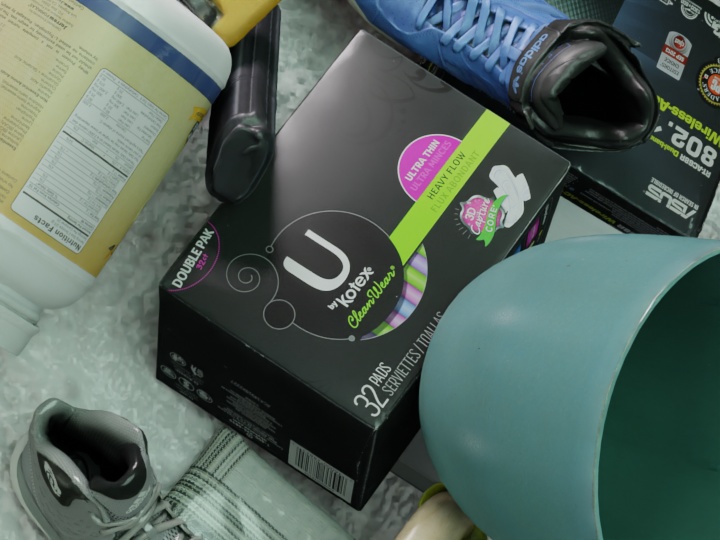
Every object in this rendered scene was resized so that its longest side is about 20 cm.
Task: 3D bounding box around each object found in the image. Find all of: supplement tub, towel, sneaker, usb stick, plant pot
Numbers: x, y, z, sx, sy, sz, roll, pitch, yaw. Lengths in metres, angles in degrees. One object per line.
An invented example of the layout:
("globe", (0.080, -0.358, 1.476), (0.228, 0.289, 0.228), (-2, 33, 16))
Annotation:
("supplement tub", (-0.176, -0.071, 1.412), (0.144, 0.144, 0.201), (35, 87, -14))
("towel", (-0.060, 0.221, 1.482), (0.200, 0.034, 0.193), (44, 64, -10))
("sneaker", (-0.112, 0.146, 1.402), (0.200, 0.116, 0.075), (44, 68, 11))
("usb stick", (-0.064, -0.099, 1.476), (0.032, 0.200, 0.056), (18, 115, -10))
("plant pot", (0.128, 0.073, 1.384), (0.200, 0.160, 0.202), (-12, 107, -42))
("sneaker", (0.083, -0.131, 1.508), (0.199, 0.111, 0.077), (33, 92, -17))

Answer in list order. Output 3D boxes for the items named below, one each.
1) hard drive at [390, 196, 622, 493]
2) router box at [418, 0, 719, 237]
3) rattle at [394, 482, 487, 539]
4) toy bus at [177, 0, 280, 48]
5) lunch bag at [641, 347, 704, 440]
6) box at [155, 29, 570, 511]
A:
("hard drive", (0.070, 0.036, 1.559), (0.131, 0.026, 0.200), (31, 65, 15))
("router box", (0.140, -0.120, 1.635), (0.199, 0.062, 0.151), (30, 69, -16))
("rattle", (0.038, 0.221, 1.417), (0.143, 0.130, 0.200), (41, 44, 0))
("toy bus", (-0.123, -0.213, 1.445), (0.065, 0.078, 0.200), (-45, 104, -8))
("lunch bag", (0.218, 0.118, 1.557), (0.199, 0.170, 0.124), (36, 63, -10))
("box", (0.000, 0.000, 1.486), (0.148, 0.125, 0.200), (32, 66, 10))
